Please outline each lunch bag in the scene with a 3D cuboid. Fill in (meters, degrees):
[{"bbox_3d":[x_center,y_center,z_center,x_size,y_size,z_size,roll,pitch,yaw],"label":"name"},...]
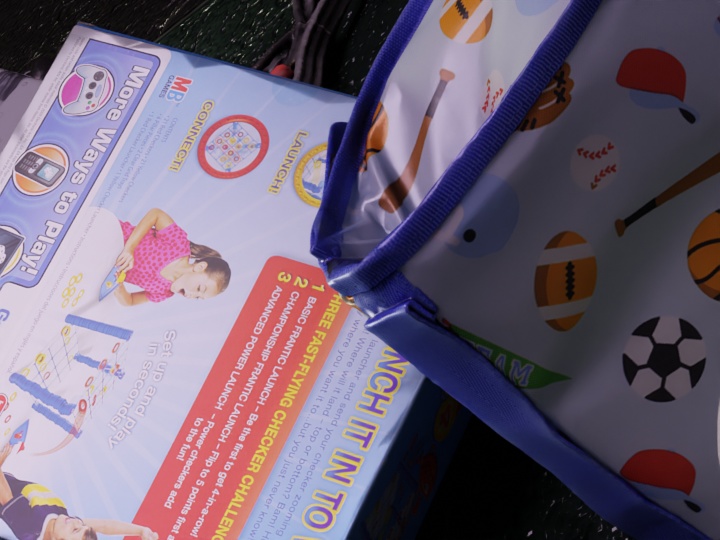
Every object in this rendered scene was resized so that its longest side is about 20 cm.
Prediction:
[{"bbox_3d":[0.089,-0.029,0.631,0.124,0.170,0.200,-15,43,55],"label":"lunch bag"}]

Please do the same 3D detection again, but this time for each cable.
[{"bbox_3d":[-0.040,-0.116,1.086,0.097,0.050,0.200,-24,36,56],"label":"cable"}]

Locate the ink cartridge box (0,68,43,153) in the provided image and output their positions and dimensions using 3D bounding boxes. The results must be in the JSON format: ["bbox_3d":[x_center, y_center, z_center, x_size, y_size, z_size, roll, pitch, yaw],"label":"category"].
[{"bbox_3d":[-0.163,-0.006,0.909,0.200,0.083,0.145,17,60,35],"label":"ink cartridge box"}]

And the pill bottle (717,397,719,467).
[{"bbox_3d":[0.175,0.050,0.453,0.112,0.112,0.200,-53,25,-6],"label":"pill bottle"}]

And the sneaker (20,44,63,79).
[{"bbox_3d":[-0.142,-0.077,1.113,0.074,0.087,0.200,-57,3,-1],"label":"sneaker"}]

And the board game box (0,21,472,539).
[{"bbox_3d":[-0.058,0.025,0.751,0.196,0.056,0.200,17,68,24],"label":"board game box"}]
